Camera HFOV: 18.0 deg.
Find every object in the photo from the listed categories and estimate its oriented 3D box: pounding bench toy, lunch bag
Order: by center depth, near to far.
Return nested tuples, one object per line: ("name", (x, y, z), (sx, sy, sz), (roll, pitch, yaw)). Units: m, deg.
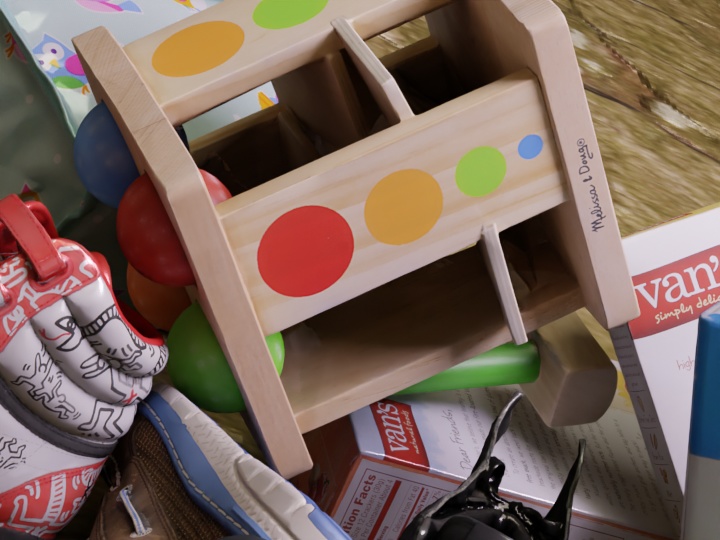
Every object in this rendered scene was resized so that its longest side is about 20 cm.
("pounding bench toy", (0.000, 0.000, 0.804), (0.155, 0.201, 0.124), (-25, 35, -8))
("lunch bag", (-0.112, -0.079, 0.935), (0.170, 0.122, 0.201), (1, 52, -47))

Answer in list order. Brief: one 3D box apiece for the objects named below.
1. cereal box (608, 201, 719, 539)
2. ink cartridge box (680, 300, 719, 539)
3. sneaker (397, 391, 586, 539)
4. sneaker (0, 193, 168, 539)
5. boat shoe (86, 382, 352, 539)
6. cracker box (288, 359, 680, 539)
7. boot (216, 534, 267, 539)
("cereal box", (0.181, 0.064, 0.837), (0.143, 0.201, 0.040), (-18, -1, -6))
("ink cartridge box", (0.180, 0.112, 0.725), (0.145, 0.201, 0.084), (9, 16, 23))
("sneaker", (0.018, 0.119, 0.707), (0.060, 0.105, 0.200), (31, 23, 7))
("sneaker", (-0.148, 0.012, 0.687), (0.201, 0.108, 0.067), (34, 5, -39))
("boat shoe", (-0.058, 0.089, 0.719), (0.072, 0.072, 0.200), (52, -11, -16))
("cracker box", (0.067, 0.080, 0.902), (0.199, 0.058, 0.134), (17, 25, -19))
("boot", (-0.039, 0.177, 0.556), (0.162, 0.073, 0.199), (-36, 94, -44))
